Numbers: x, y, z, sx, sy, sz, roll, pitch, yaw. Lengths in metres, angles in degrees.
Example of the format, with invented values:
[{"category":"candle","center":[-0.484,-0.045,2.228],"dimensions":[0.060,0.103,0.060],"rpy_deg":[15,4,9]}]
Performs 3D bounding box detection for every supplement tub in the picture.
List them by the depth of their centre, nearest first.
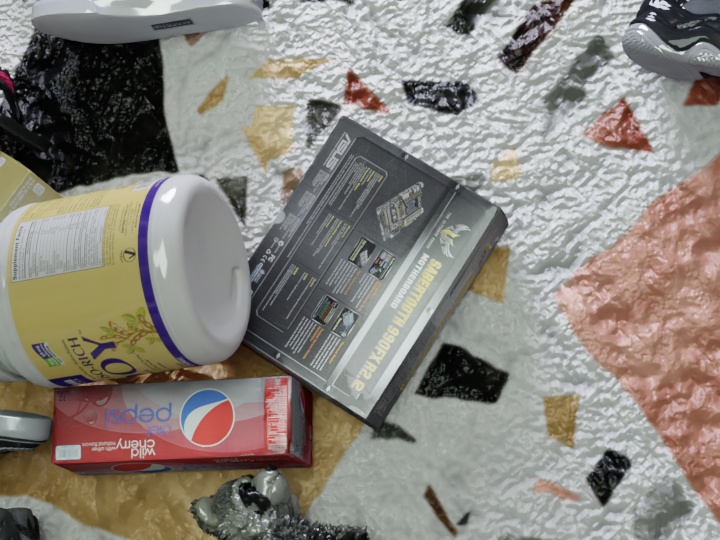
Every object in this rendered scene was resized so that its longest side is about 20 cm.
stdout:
[{"category":"supplement tub","center":[-0.199,0.012,1.482],"dimensions":[0.198,0.145,0.147],"rpy_deg":[-10,72,21]}]

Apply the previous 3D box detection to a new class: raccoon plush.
[{"category":"raccoon plush","center":[-0.077,0.251,1.457],"dimensions":[0.133,0.097,0.202],"rpy_deg":[12,78,24]}]

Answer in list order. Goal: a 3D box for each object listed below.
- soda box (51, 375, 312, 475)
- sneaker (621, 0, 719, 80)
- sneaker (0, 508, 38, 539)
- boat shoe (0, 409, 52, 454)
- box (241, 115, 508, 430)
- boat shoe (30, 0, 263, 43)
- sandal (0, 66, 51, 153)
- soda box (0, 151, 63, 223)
[{"category":"soda box","center":[-0.140,0.124,1.513],"dimensions":[0.198,0.070,0.064],"rpy_deg":[-3,75,12]},{"category":"sneaker","center":[0.311,-0.200,1.499],"dimensions":[0.198,0.075,0.115],"rpy_deg":[14,80,19]},{"category":"sneaker","center":[-0.249,0.243,1.492],"dimensions":[0.198,0.075,0.115],"rpy_deg":[-1,77,15]},{"category":"boat shoe","center":[-0.333,0.146,1.542],"dimensions":[0.197,0.073,0.069],"rpy_deg":[-3,84,22]},{"category":"box","center":[0.000,0.000,1.528],"dimensions":[0.158,0.048,0.201],"rpy_deg":[31,84,18]},{"category":"boat shoe","center":[-0.181,-0.239,1.625],"dimensions":[0.198,0.072,0.068],"rpy_deg":[-6,75,8]},{"category":"sandal","center":[-0.335,-0.169,1.639],"dimensions":[0.200,0.075,0.045],"rpy_deg":[38,86,22]},{"category":"soda box","center":[-0.323,0.006,1.579],"dimensions":[0.064,0.068,0.201],"rpy_deg":[29,81,48]}]
